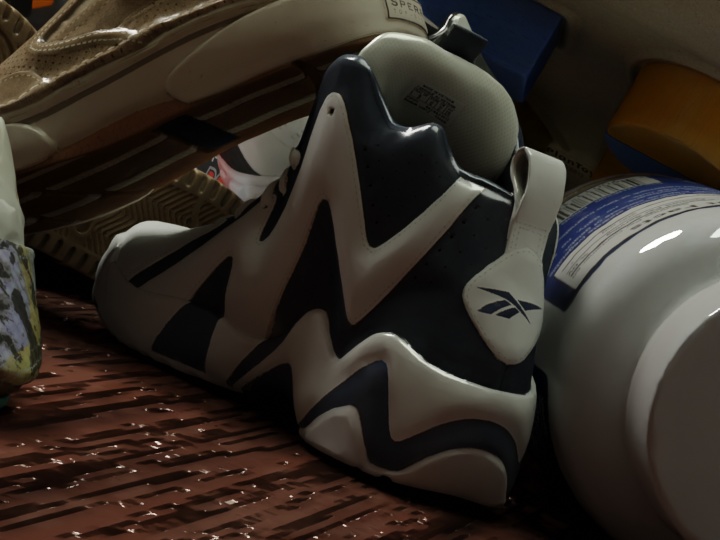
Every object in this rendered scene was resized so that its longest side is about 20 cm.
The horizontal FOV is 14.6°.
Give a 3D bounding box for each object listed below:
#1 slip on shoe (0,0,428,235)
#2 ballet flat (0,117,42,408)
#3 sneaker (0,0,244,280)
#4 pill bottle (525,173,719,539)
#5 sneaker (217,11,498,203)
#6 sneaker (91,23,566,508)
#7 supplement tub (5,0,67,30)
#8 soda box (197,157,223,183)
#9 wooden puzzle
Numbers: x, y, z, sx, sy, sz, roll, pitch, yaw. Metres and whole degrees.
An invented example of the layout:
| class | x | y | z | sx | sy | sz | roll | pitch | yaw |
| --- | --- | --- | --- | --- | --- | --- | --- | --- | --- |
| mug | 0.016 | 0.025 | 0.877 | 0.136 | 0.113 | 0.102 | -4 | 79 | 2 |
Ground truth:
| class | x | y | z | sx | sy | sz | roll | pitch | yaw |
| --- | --- | --- | --- | --- | --- | --- | --- | --- | --- |
| slip on shoe | -0.077 | -0.063 | 0.885 | 0.199 | 0.061 | 0.076 | -22 | -17 | 19 |
| ballet flat | -0.126 | -0.021 | 0.745 | 0.072 | 0.072 | 0.200 | 18 | 5 | -27 |
| sneaker | -0.134 | -0.053 | 0.994 | 0.200 | 0.071 | 0.112 | 38 | -6 | -38 |
| pill bottle | 0.105 | 0.032 | 0.857 | 0.111 | 0.111 | 0.200 | 19 | 4 | -9 |
| sneaker | 0.000 | -0.060 | 0.974 | 0.073 | 0.080 | 0.200 | -24 | 18 | -22 |
| sneaker | -0.004 | -0.018 | 0.867 | 0.079 | 0.130 | 0.199 | 18 | 4 | -31 |
| supplement tub | -0.192 | -0.104 | 1.075 | 0.199 | 0.123 | 0.122 | 11 | 9 | -40 |
| soda box | 0.000 | 0.000 | 1.059 | 0.063 | 0.071 | 0.200 | 18 | 5 | -35 |
| wooden puzzle | 0.077 | -0.059 | 0.999 | 0.185 | 0.046 | 0.200 | 29 | -20 | 8 |
